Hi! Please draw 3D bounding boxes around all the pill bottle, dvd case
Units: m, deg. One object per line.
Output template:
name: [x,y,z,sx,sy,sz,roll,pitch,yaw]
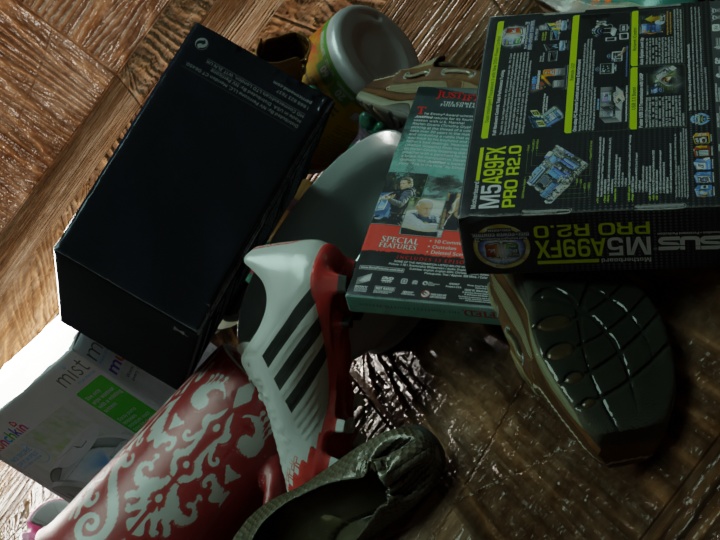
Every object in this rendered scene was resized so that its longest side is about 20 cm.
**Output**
pill bottle: [-0.041,-0.165,1.359,0.200,0.111,0.112,-34,28,42]
dvd case: [0.084,-0.048,0.916,0.145,0.022,0.201,4,51,18]

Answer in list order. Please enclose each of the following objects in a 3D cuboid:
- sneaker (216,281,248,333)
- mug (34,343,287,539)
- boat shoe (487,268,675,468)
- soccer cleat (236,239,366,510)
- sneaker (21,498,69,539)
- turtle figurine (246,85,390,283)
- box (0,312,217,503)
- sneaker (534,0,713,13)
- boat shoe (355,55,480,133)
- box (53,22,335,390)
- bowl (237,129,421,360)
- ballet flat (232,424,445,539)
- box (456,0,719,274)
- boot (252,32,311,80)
sneaker: [-0.123,-0.017,1.388,0.087,0.076,0.201,-11,50,42]
mug: [-0.111,0.178,1.013,0.200,0.177,0.133,-50,-17,0]
boat shoe: [0.119,0.035,0.769,0.201,0.075,0.074,-106,13,-49]
soccer cleat: [-0.044,0.077,0.927,0.069,0.084,0.202,-30,-56,-66]
sneaker: [-0.305,0.316,1.269,0.096,0.078,0.201,118,177,-61]
turtle figurine: [-0.059,-0.054,1.189,0.201,0.149,0.101,-63,9,-9]
box: [-0.214,0.120,1.201,0.200,0.176,0.097,-34,28,40]
sneaker: [0.190,-0.194,0.974,0.080,0.071,0.200,-48,26,2]
boat shoe: [0.063,-0.142,1.166,0.072,0.076,0.200,-52,29,-6]
box: [-0.129,-0.040,1.017,0.199,0.123,0.200,-63,2,-20]
bowl: [0.000,0.000,1.043,0.201,0.090,0.202,-44,23,25]
ballet flat: [-0.027,0.166,0.876,0.200,0.068,0.046,-39,-7,25]
box: [0.146,-0.082,0.795,0.159,0.045,0.201,-3,42,14]
boot: [-0.108,-0.126,1.223,0.202,0.070,0.145,-57,-10,-50]
